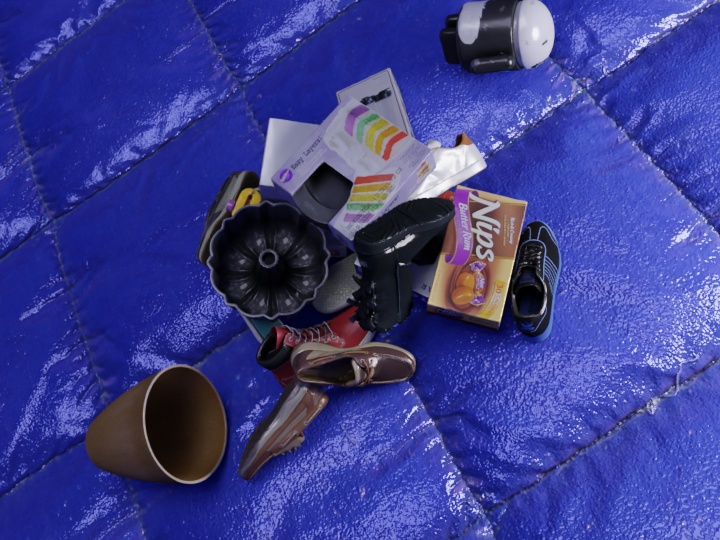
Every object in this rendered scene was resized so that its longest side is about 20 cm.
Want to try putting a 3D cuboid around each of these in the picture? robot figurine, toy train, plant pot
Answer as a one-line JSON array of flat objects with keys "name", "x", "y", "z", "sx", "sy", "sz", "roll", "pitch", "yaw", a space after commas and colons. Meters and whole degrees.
[{"name": "robot figurine", "x": 0.243, "y": -0.413, "z": 1.586, "sx": 0.197, "sy": 0.124, "sz": 0.153, "roll": 2, "pitch": 88, "yaw": 25}, {"name": "toy train", "x": -0.160, "y": -0.094, "z": 1.644, "sx": 0.199, "sy": 0.056, "sz": 0.150, "roll": -41, "pitch": 81, "yaw": -13}, {"name": "plant pot", "x": -0.354, "y": 0.267, "z": 1.475, "sx": 0.198, "sy": 0.186, "sz": 0.189, "roll": -17, "pitch": 57, "yaw": 31}]

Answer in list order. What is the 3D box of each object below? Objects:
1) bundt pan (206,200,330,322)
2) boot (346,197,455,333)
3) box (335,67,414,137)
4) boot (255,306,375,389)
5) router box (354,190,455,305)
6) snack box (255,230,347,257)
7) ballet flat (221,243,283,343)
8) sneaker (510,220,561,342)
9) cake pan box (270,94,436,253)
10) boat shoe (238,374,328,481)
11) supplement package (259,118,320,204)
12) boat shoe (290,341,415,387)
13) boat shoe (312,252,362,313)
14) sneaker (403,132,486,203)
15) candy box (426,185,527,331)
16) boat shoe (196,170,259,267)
[{"name": "bundt pan", "x": -0.148, "y": -0.006, "z": 1.464, "sx": 0.198, "sy": 0.076, "sz": 0.205, "roll": 1, "pitch": 69, "yaw": -2}, {"name": "boot", "x": 0.064, "y": -0.006, "z": 1.352, "sx": 0.197, "sy": 0.165, "sz": 0.073, "roll": -28, "pitch": 40, "yaw": -33}, {"name": "box", "x": 0.034, "y": -0.259, "z": 1.634, "sx": 0.115, "sy": 0.060, "sz": 0.202, "roll": -23, "pitch": 57, "yaw": 12}, {"name": "boot", "x": -0.069, "y": 0.103, "z": 1.437, "sx": 0.199, "sy": 0.145, "sz": 0.072, "roll": -41, "pitch": 49, "yaw": -3}, {"name": "router box", "x": 0.116, "y": -0.041, "z": 1.452, "sx": 0.198, "sy": 0.049, "sz": 0.181, "roll": 23, "pitch": 74, "yaw": 11}, {"name": "snack box", "x": -0.119, "y": -0.049, "z": 1.559, "sx": 0.196, "sy": 0.025, "sz": 0.072, "roll": 0, "pitch": 29, "yaw": 4}, {"name": "ballet flat", "x": -0.194, "y": 0.048, "z": 1.529, "sx": 0.069, "sy": 0.069, "sz": 0.202, "roll": -31, "pitch": 88, "yaw": 6}, {"name": "sneaker", "x": 0.268, "y": 0.004, "z": 1.378, "sx": 0.069, "sy": 0.078, "sz": 0.203, "roll": -6, "pitch": 62, "yaw": 21}, {"name": "cake pan box", "x": -0.014, "y": -0.148, "z": 1.379, "sx": 0.184, "sy": 0.052, "sz": 0.200, "roll": 38, "pitch": 78, "yaw": 27}, {"name": "boat shoe", "x": -0.123, "y": 0.259, "z": 1.420, "sx": 0.201, "sy": 0.071, "sz": 0.076, "roll": -53, "pitch": 13, "yaw": 14}, {"name": "supplement package", "x": -0.105, "y": -0.158, "z": 1.532, "sx": 0.118, "sy": 0.200, "sz": 0.123, "roll": 8, "pitch": 74, "yaw": -2}, {"name": "boat shoe", "x": -0.008, "y": 0.154, "z": 1.381, "sx": 0.196, "sy": 0.073, "sz": 0.072, "roll": 7, "pitch": 23, "yaw": -11}, {"name": "boat shoe", "x": 0.000, "y": 0.000, "z": 1.509, "sx": 0.075, "sy": 0.062, "sz": 0.200, "roll": 43, "pitch": 81, "yaw": 16}, {"name": "sneaker", "x": 0.099, "y": -0.152, "z": 1.419, "sx": 0.198, "sy": 0.073, "sz": 0.086, "roll": -31, "pitch": 95, "yaw": -17}, {"name": "candy box", "x": 0.180, "y": -0.020, "z": 1.385, "sx": 0.115, "sy": 0.057, "sz": 0.203, "roll": 14, "pitch": 74, "yaw": 8}, {"name": "boat shoe", "x": -0.255, "y": -0.098, "z": 1.679, "sx": 0.065, "sy": 0.072, "sz": 0.203, "roll": 11, "pitch": 69, "yaw": 40}]
